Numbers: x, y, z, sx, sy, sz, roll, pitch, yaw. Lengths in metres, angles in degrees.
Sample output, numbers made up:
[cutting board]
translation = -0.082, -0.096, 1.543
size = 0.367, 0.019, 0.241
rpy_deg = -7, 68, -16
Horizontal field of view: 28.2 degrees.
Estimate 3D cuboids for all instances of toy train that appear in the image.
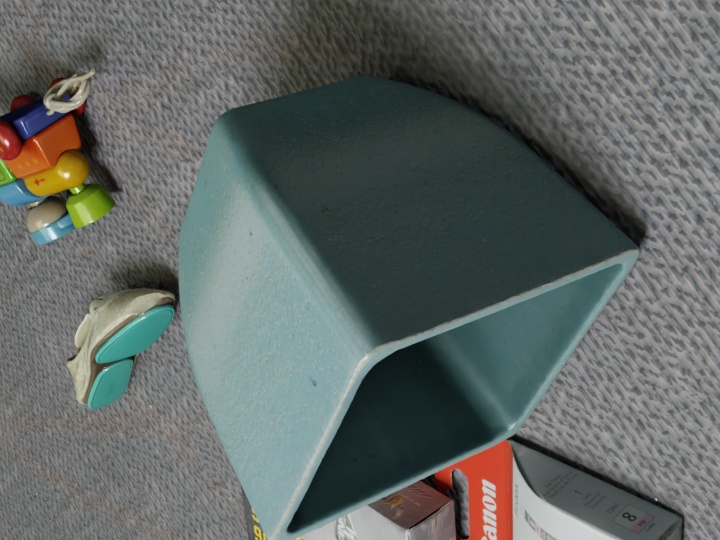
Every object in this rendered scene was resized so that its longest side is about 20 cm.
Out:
[toy train]
translation = -0.232, -0.085, 1.126
size = 0.200, 0.085, 0.116
rpy_deg = -9, 117, 51

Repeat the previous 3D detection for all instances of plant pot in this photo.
[plant pot]
translation = 0.000, 0.000, 0.835
size = 0.200, 0.196, 0.196
rpy_deg = 55, 144, 24

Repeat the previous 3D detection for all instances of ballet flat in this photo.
[ballet flat]
translation = -0.212, 0.053, 1.202
size = 0.062, 0.067, 0.200
rpy_deg = 60, 143, 16

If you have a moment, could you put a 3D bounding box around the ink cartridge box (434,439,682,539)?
[ink cartridge box]
translation = 0.113, 0.196, 0.940
size = 0.200, 0.057, 0.163
rpy_deg = 19, 127, 35

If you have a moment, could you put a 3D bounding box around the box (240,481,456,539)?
[box]
translation = -0.012, 0.203, 1.072
size = 0.200, 0.048, 0.159
rpy_deg = 26, 132, 42
